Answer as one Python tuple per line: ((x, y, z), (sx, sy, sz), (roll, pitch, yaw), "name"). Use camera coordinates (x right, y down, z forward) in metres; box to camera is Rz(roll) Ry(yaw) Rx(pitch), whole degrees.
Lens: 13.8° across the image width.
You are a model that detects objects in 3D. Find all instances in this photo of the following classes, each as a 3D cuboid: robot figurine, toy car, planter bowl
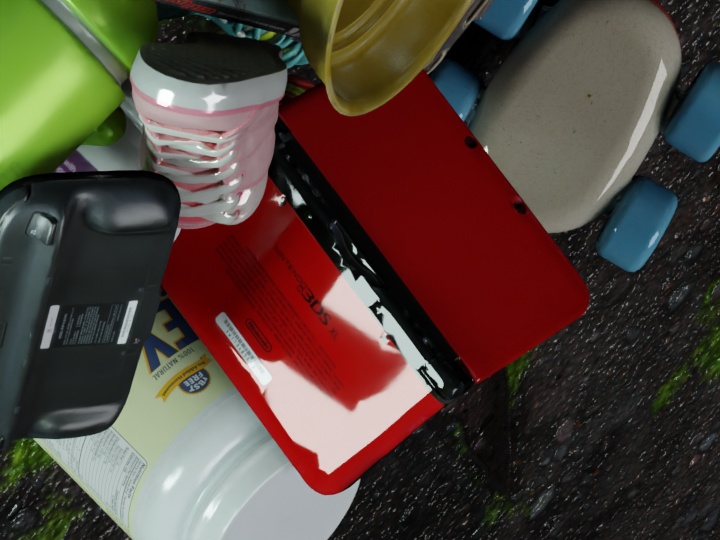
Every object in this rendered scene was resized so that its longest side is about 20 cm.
((-0.188, -0.105, 1.548), (0.200, 0.116, 0.175), (-46, 141, -4), "robot figurine")
((0.153, -0.126, 2.008), (0.177, 0.184, 0.200), (-59, 179, 20), "toy car")
((0.007, -0.189, 1.578), (0.200, 0.083, 0.201), (-50, 161, -25), "planter bowl")

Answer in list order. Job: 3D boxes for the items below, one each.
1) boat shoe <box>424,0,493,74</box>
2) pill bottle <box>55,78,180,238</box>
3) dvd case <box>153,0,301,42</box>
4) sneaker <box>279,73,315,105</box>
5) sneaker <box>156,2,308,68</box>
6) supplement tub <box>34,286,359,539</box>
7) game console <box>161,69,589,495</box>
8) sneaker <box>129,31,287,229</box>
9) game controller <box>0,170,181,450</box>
((0.052, -0.190, 1.849), (0.200, 0.075, 0.073), (-49, 165, 18), "boat shoe")
((-0.172, -0.027, 1.677), (0.200, 0.112, 0.112), (-46, 152, -5), "pill bottle")
((-0.084, -0.206, 1.571), (0.022, 0.146, 0.200), (-10, 170, 32), "dvd case")
((-0.057, -0.080, 1.842), (0.200, 0.077, 0.085), (-6, 111, -53), "sneaker")
((-0.050, -0.155, 1.696), (0.077, 0.080, 0.200), (-13, 177, 40), "sneaker")
((-0.110, 0.092, 1.822), (0.145, 0.200, 0.145), (-35, 150, -24), "supplement tub")
((0.000, 0.000, 1.743), (0.172, 0.200, 0.119), (-42, 169, 26), "game console")
((-0.081, -0.067, 1.558), (0.200, 0.075, 0.105), (-60, 162, -81), "sneaker")
((-0.159, 0.022, 1.578), (0.104, 0.042, 0.200), (-10, 141, -28), "game controller")
